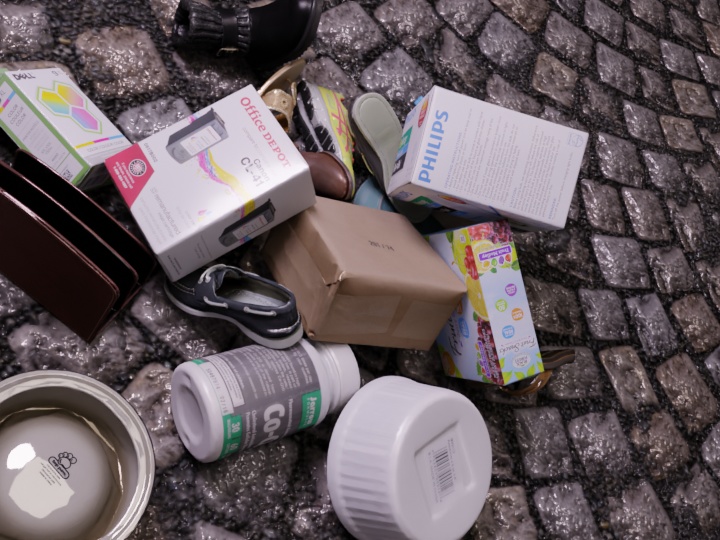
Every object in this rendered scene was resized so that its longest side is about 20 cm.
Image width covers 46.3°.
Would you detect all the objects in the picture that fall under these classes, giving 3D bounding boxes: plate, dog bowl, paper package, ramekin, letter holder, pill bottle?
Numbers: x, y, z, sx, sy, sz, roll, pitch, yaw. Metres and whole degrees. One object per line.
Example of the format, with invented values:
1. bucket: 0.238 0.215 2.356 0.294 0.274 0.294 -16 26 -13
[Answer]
1. plate: 0.081 -0.066 1.256 0.199 0.026 0.201 15 57 -25
2. dog bowl: -0.312 0.205 0.838 0.199 0.074 0.201 14 57 -23
3. paper package: 0.000 0.000 1.060 0.199 0.104 0.191 9 32 -36
4. ramekin: 0.065 0.228 0.989 0.200 0.097 0.201 3 86 -42
5. letter holder: -0.328 -0.042 0.921 0.200 0.142 0.101 40 51 -6
6. pill bottle: -0.107 0.139 0.972 0.199 0.113 0.113 -13 72 -35

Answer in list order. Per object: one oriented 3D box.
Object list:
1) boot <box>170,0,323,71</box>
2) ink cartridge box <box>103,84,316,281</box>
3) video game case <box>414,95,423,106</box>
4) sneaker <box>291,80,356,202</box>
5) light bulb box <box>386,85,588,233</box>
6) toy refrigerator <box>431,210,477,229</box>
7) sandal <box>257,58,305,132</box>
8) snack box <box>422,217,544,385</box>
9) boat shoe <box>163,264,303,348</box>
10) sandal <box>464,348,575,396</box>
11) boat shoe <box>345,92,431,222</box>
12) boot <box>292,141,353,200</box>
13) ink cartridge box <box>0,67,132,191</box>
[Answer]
1. boot: -0.159 -0.340 1.154 0.157 0.211 0.080 12 74 -31
2. ink cartridge box: -0.174 -0.104 0.989 0.200 0.086 0.148 -31 68 -9
3. video game case: 0.139 -0.207 1.293 0.143 0.018 0.200 45 9 -3
4. sneaker: -0.033 -0.188 1.223 0.090 0.078 0.201 0 65 -36
5. light bulb box: 0.155 -0.135 1.093 0.199 0.198 0.125 15 89 -6
6. toy refrigerator: 0.133 -0.126 1.255 0.200 0.076 0.070 45 41 5
7. sandal: -0.131 -0.213 1.179 0.070 0.078 0.212 45 59 4
8. snack box: 0.149 0.041 1.106 0.067 0.169 0.201 -14 93 -20
9. boat shoe: -0.151 0.023 0.984 0.199 0.061 0.076 18 42 24
10. sandal: 0.236 0.151 1.211 0.199 0.082 0.055 -7 90 -41
11. boat shoe: 0.043 -0.162 1.210 0.072 0.061 0.202 -32 111 -13
12. boot: -0.136 -0.117 1.089 0.200 0.065 0.186 -18 32 -40
13. ink cartridge box: -0.372 -0.186 1.002 0.200 0.059 0.104 47 23 0
